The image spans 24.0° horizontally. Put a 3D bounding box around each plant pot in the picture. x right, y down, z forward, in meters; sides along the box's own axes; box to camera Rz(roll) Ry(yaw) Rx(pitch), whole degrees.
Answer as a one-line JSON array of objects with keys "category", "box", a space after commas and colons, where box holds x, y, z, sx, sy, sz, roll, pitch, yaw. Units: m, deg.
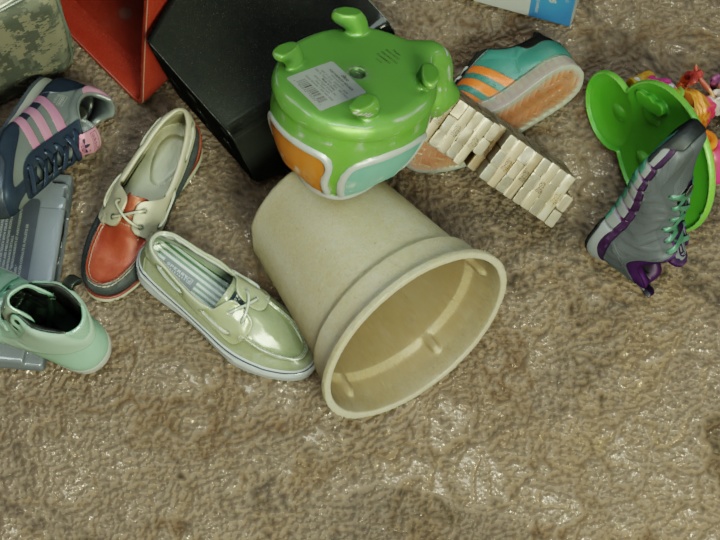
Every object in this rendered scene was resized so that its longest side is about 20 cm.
[{"category": "plant pot", "box": [0.000, 0.000, 1.551, 0.200, 0.201, 0.184, -33, 59, -14]}, {"category": "plant pot", "box": [-0.212, -0.328, 1.679, 0.176, 0.200, 0.200, -38, 73, -25]}, {"category": "plant pot", "box": [-0.088, -0.207, 1.631, 0.177, 0.200, 0.200, -39, 73, -5]}]

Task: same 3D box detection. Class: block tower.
[{"category": "block tower", "box": [0.114, -0.122, 1.610, 0.199, 0.058, 0.054, 33, 104, -18]}]

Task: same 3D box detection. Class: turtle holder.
[{"category": "turtle holder", "box": [-0.002, -0.146, 1.486, 0.140, 0.132, 0.186, 21, 44, 11]}]

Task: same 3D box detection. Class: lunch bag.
[{"category": "lunch bag", "box": [-0.374, -0.271, 1.643, 0.139, 0.200, 0.168, -25, 76, -8]}]

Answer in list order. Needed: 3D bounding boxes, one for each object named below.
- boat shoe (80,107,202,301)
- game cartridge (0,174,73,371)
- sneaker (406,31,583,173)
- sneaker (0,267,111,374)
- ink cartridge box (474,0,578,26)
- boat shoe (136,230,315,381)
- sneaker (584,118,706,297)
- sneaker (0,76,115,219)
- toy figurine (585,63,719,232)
[{"category": "boat shoe", "box": [-0.211, -0.065, 1.629, 0.071, 0.063, 0.201, 25, 70, 7]}, {"category": "game cartridge", "box": [-0.352, -0.004, 1.615, 0.132, 0.042, 0.201, 3, 67, 5]}, {"category": "sneaker", "box": [0.119, -0.168, 1.682, 0.199, 0.072, 0.080, -28, 50, -6]}, {"category": "sneaker", "box": [-0.322, 0.021, 1.523, 0.199, 0.118, 0.074, 20, 70, 8]}, {"category": "ink cartridge box", "box": [0.144, -0.355, 1.747, 0.199, 0.084, 0.145, 16, 67, 6]}, {"category": "boat shoe", "box": [-0.124, 0.035, 1.577, 0.199, 0.062, 0.072, 32, 69, 1]}, {"category": "sneaker", "box": [0.287, -0.057, 1.568, 0.088, 0.200, 0.074, 43, 55, 11]}, {"category": "sneaker", "box": [-0.294, -0.119, 1.611, 0.082, 0.070, 0.201, 7, 42, 8]}, {"category": "toy figurine", "box": [0.350, -0.149, 1.661, 0.183, 0.151, 0.200, -19, 43, -23]}]
